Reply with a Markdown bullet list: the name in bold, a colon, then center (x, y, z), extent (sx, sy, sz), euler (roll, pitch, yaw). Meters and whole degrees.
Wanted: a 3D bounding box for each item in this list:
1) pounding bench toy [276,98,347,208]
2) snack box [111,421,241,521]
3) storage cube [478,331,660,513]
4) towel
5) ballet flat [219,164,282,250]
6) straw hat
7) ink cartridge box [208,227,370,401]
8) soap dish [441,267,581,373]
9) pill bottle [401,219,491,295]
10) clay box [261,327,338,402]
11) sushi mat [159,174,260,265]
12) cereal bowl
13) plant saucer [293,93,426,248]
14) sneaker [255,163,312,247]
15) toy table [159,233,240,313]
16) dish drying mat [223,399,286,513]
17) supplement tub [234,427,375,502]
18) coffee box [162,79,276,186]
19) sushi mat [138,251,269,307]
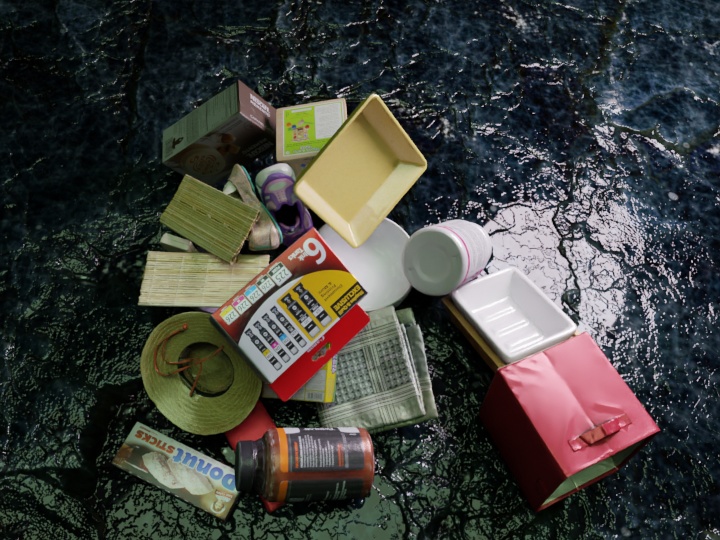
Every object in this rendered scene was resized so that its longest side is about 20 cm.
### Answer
- **pounding bench toy**: center (-0.039, -0.208, 1.165), extent (0.199, 0.156, 0.125), euler (-8, 58, 4)
- **snack box**: center (-0.279, 0.310, 0.994), extent (0.199, 0.024, 0.072), euler (23, 62, 8)
- **storage cube**: center (0.309, 0.235, 0.993), extent (0.170, 0.200, 0.180), euler (-20, 59, -14)
- **towel**: center (0.014, 0.167, 1.051), extent (0.199, 0.035, 0.194), euler (-15, 71, 7)
- **ballet flat**: center (-0.196, -0.107, 1.071), extent (0.067, 0.068, 0.200), euler (-20, 50, -18)
- **straw hat**: center (-0.242, 0.156, 1.035), extent (0.200, 0.085, 0.203), euler (0, 90, 6)
- **ink cartridge box**: center (-0.094, 0.070, 0.965), extent (0.200, 0.084, 0.176), euler (-43, 95, -17)
- **soap dish**: center (0.254, 0.093, 1.095), extent (0.156, 0.082, 0.200), euler (-20, 42, -15)
- **pill bottle**: center (0.157, -0.028, 1.113), extent (0.113, 0.114, 0.200), euler (39, 24, 15)
- **clay box**: center (-0.094, 0.111, 1.053), extent (0.114, 0.048, 0.201), euler (1, 79, 19)
- **sushi mat**: center (-0.249, -0.087, 1.049), extent (0.199, 0.012, 0.096), euler (27, 83, 34)
- **cereal bowl**: center (0.000, 0.000, 1.152), extent (0.199, 0.083, 0.201), euler (2, 62, -4)
- **plant saucer**: center (-0.005, -0.164, 1.068), extent (0.200, 0.200, 0.048), euler (-50, 48, -2)
- **sneaker**: center (-0.125, -0.089, 1.122), extent (0.080, 0.201, 0.089), euler (-23, 56, -5)
- **toy table**: center (-0.246, -0.001, 1.114), extent (0.198, 0.117, 0.185), euler (7, 61, 0)
- **dish drying mat**: center (-0.163, 0.278, 1.026), extent (0.077, 0.018, 0.200), euler (-29, 68, -19)
- **supplement tub**: center (-0.085, 0.288, 0.958), extent (0.199, 0.107, 0.108), euler (4, 61, -17)
- **coffee box**: center (-0.257, -0.246, 1.190), extent (0.199, 0.114, 0.080), euler (-24, 58, 26)
- **sushi mat**: center (-0.248, 0.014, 1.022), extent (0.198, 0.012, 0.096), euler (1, 64, -3)
